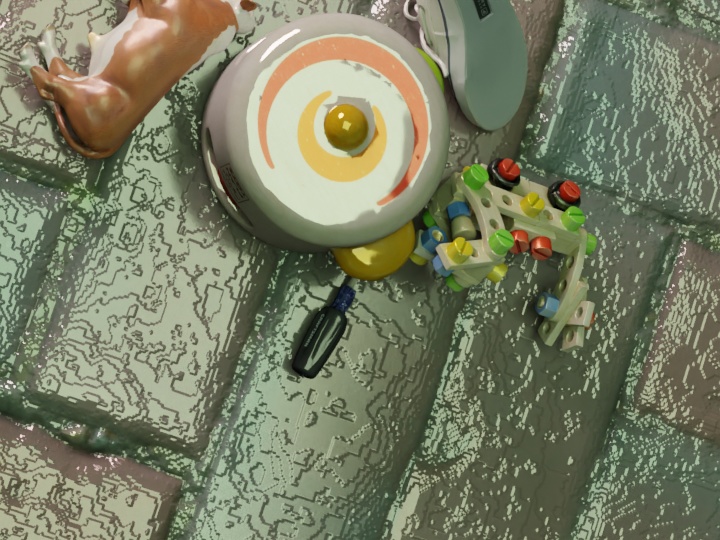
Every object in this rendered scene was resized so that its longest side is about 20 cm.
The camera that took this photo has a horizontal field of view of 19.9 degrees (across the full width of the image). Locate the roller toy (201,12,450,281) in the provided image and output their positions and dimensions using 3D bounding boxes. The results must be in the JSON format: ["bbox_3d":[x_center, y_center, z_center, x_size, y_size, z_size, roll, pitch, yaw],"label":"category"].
[{"bbox_3d":[-0.028,-0.105,1.620,0.182,0.140,0.200,19,83,-15],"label":"roller toy"}]

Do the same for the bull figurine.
[{"bbox_3d":[-0.174,-0.183,1.620,0.121,0.065,0.200,42,75,-7],"label":"bull figurine"}]

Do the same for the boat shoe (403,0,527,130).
[{"bbox_3d":[0.074,-0.211,1.693,0.075,0.086,0.202,-36,127,-20],"label":"boat shoe"}]

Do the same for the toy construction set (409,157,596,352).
[{"bbox_3d":[0.129,-0.018,1.677,0.200,0.092,0.131,31,41,-37],"label":"toy construction set"}]

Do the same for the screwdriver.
[{"bbox_3d":[0.000,0.000,1.684,0.028,0.029,0.200,32,80,-13],"label":"screwdriver"}]
